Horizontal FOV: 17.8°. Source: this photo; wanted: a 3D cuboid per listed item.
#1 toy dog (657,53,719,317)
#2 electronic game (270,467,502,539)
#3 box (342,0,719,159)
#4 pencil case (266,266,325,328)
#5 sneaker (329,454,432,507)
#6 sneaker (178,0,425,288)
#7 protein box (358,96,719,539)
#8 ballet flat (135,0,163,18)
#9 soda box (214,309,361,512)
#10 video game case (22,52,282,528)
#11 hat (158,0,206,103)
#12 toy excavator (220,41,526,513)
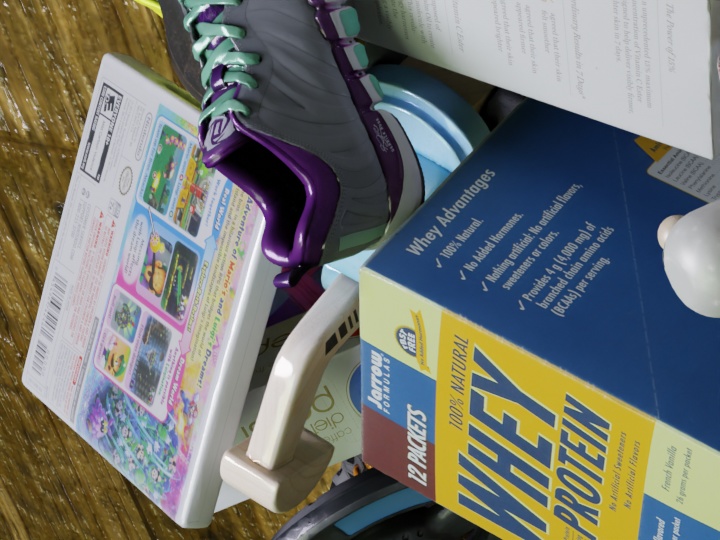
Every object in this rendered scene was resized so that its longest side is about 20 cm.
[{"bbox_3d":[0.189,-0.058,0.933,0.096,0.199,0.133,27,121,51],"label":"toy dog"},{"bbox_3d":[0.019,0.170,1.344,0.201,0.199,0.042,101,148,-52],"label":"electronic game"},{"bbox_3d":[0.088,-0.150,0.992,0.199,0.097,0.125,22,141,30],"label":"box"},{"bbox_3d":[-0.067,-0.003,1.330,0.200,0.088,0.088,46,147,-8],"label":"pencil case"},{"bbox_3d":[0.026,0.117,1.369,0.078,0.077,0.200,38,145,12],"label":"sneaker"},{"bbox_3d":[-0.046,-0.094,1.000,0.074,0.087,0.201,-29,90,46],"label":"sneaker"},{"bbox_3d":[0.135,0.028,1.045,0.199,0.199,0.135,27,143,24],"label":"protein box"},{"bbox_3d":[-0.100,-0.158,1.217,0.200,0.067,0.067,42,161,1],"label":"ballet flat"},{"bbox_3d":[-0.010,0.059,1.257,0.199,0.068,0.064,-24,115,14],"label":"soda box"},{"bbox_3d":[-0.109,0.007,1.224,0.182,0.024,0.201,33,113,47],"label":"video game case"},{"bbox_3d":[-0.041,-0.164,1.110,0.201,0.081,0.202,44,142,47],"label":"hat"},{"bbox_3d":[0.000,0.000,1.152,0.100,0.200,0.195,30,142,21],"label":"toy excavator"}]
